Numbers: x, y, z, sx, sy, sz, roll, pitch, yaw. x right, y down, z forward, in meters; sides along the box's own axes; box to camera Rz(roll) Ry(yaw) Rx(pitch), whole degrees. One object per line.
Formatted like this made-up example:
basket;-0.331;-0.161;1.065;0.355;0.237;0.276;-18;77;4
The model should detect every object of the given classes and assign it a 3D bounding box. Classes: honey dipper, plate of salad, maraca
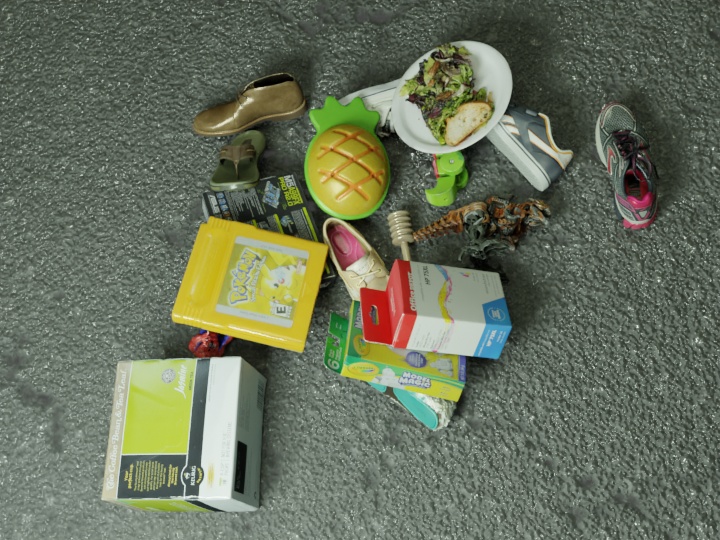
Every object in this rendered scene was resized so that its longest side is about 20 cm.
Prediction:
honey dipper;0.077;0.005;1.437;0.038;0.038;0.202;-14;69;7
plate of salad;0.135;-0.273;1.447;0.198;0.048;0.202;-11;63;23
maraca;-0.021;-0.177;1.470;0.136;0.107;0.202;0;77;-15

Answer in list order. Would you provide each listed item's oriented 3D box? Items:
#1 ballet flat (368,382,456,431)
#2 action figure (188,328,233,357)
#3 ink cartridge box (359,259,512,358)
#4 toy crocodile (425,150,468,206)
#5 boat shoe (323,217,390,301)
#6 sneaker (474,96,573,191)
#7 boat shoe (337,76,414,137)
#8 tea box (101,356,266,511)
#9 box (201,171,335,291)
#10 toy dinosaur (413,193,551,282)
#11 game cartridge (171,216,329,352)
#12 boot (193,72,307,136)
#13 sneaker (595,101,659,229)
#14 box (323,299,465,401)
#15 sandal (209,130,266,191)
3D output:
ballet flat;0.059;0.156;1.377;0.200;0.072;0.072;38;81;20
action figure;-0.217;0.060;1.450;0.065;0.099;0.202;17;70;-29
ink cartridge box;0.103;0.052;1.334;0.198;0.068;0.117;7;40;-11
toy crocodile;0.137;-0.195;1.481;0.061;0.068;0.202;-1;70;13
boat shoe;0.000;0.000;1.437;0.074;0.069;0.200;-38;66;-3
sneaker;0.246;-0.218;1.462;0.079;0.078;0.200;-39;74;-1
boat shoe;0.034;-0.254;1.529;0.198;0.071;0.070;-19;64;-2
tea box;-0.251;0.241;1.368;0.195;0.134;0.202;-2;69;11
box;-0.146;-0.047;1.474;0.159;0.044;0.201;-15;66;-17
toy dinosaur;0.187;-0.056;1.421;0.199;0.102;0.137;-19;50;25
game cartridge;-0.160;0.017;1.396;0.198;0.033;0.178;14;62;-3
boot;-0.193;-0.282;1.578;0.198;0.076;0.074;-14;51;6
sneaker;0.405;-0.166;1.406;0.080;0.075;0.202;-13;67;7
box;0.050;0.109;1.338;0.198;0.049;0.118;11;41;-4
sandal;-0.199;-0.183;1.509;0.079;0.058;0.202;-5;35;5
